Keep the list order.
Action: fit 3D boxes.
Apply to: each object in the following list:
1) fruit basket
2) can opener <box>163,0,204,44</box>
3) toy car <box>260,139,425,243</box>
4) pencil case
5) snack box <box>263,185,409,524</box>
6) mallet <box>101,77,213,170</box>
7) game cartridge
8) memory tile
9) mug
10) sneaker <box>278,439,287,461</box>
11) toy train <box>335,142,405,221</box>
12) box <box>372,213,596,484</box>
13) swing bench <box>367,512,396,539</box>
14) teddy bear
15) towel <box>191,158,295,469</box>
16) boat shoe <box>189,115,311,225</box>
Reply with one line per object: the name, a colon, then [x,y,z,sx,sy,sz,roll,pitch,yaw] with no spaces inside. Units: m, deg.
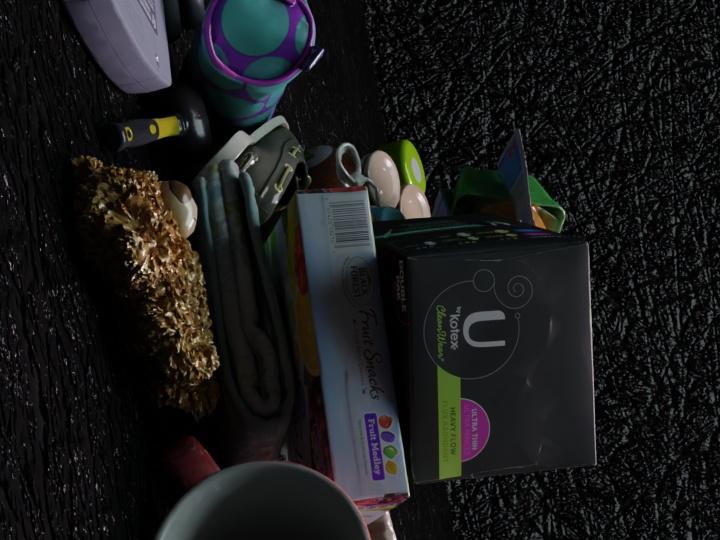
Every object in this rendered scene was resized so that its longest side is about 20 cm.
fruit basket: [0.095,0.019,1.524,0.200,0.094,0.185,-85,-170,-53]
can opener: [-0.151,-0.260,1.452,0.053,0.066,0.200,-37,134,-35]
toy car: [-0.047,-0.040,1.651,0.200,0.164,0.158,25,53,-67]
pencil case: [-0.087,-0.155,1.503,0.085,0.092,0.200,44,-15,-2]
snack box: [-0.019,0.061,1.307,0.142,0.053,0.200,125,-41,-72]
mallet: [-0.144,-0.106,1.379,0.200,0.041,0.066,2,77,-80]
game cartridge: [-0.167,-0.201,1.316,0.200,0.041,0.133,65,12,-66]
memory tile: [0.028,0.021,1.597,0.153,0.017,0.200,43,48,-46]
mug: [-0.049,0.198,1.259,0.200,0.133,0.178,75,8,-61]
sneaker: [-0.051,0.164,1.447,0.078,0.082,0.200,-174,-103,-70]
toy train: [0.000,0.000,1.487,0.150,0.056,0.200,60,38,-32]
box: [0.064,0.045,1.335,0.200,0.124,0.149,-154,-120,-73]
swing bench: [-0.002,0.236,1.632,0.200,0.130,0.199,-53,133,-71]
teddy bear: [-0.118,0.006,1.234,0.145,0.067,0.200,-97,174,-54]
towel: [-0.083,0.048,1.372,0.171,0.048,0.200,102,-19,-62]
boat shoe: [-0.073,-0.070,1.506,0.060,0.072,0.202,42,12,1]
